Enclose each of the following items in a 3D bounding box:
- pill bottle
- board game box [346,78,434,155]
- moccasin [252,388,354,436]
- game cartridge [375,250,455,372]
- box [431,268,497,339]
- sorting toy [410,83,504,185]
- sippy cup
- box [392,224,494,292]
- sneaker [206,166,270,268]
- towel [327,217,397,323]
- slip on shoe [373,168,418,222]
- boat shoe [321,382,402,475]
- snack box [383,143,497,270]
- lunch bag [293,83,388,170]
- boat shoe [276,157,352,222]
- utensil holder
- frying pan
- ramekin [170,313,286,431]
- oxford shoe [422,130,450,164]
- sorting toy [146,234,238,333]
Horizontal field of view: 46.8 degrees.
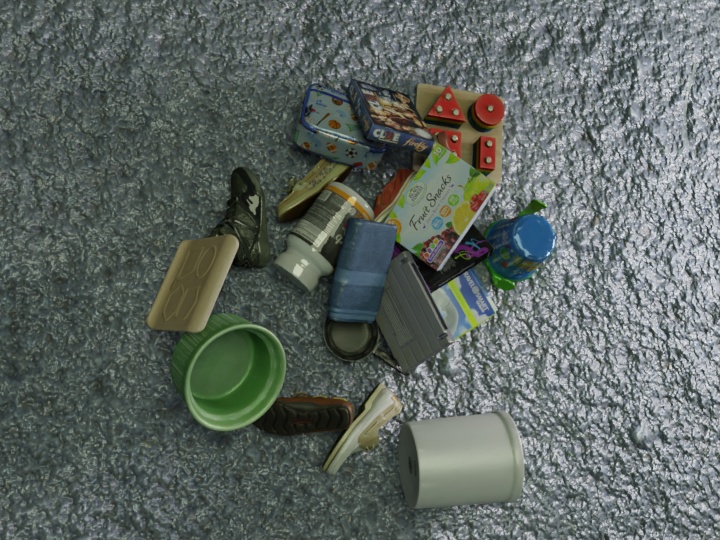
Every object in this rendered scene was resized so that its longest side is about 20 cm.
[{"bbox_3d":[-0.072,-0.063,1.614,0.116,0.116,0.201,38,80,-3],"label":"pill bottle"},{"bbox_3d":[0.056,-0.305,1.643,0.134,0.035,0.201,11,33,-23],"label":"board game box"},{"bbox_3d":[-0.111,0.264,1.562,0.199,0.078,0.075,-8,96,4],"label":"moccasin"},{"bbox_3d":[0.088,0.081,1.611,0.038,0.129,0.202,-4,63,-51],"label":"game cartridge"},{"bbox_3d":[0.178,0.076,1.685,0.199,0.048,0.123,-30,86,-17],"label":"box"},{"bbox_3d":[0.214,-0.296,1.761,0.197,0.070,0.201,7,77,-12],"label":"sorting toy"},{"bbox_3d":[0.331,-0.054,1.706,0.138,0.130,0.180,-7,81,-14],"label":"sippy cup"},{"bbox_3d":[0.150,-0.041,1.686,0.199,0.036,0.143,-30,65,-16],"label":"box"},{"bbox_3d":[-0.241,-0.103,1.595,0.113,0.076,0.202,-2,82,-38],"label":"sneaker"},{"bbox_3d":[0.000,0.000,1.586,0.111,0.048,0.202,7,102,-34],"label":"towel"},{"bbox_3d":[0.053,-0.125,1.695,0.061,0.074,0.201,28,77,30],"label":"slip on shoe"},{"bbox_3d":[0.005,0.311,1.579,0.068,0.075,0.201,38,73,0],"label":"boat shoe"},{"bbox_3d":[0.152,-0.122,1.618,0.142,0.053,0.201,36,98,12],"label":"snack box"},{"bbox_3d":[-0.038,-0.295,1.679,0.198,0.076,0.161,20,48,-11],"label":"lunch bag"},{"bbox_3d":[-0.101,-0.169,1.662,0.063,0.073,0.200,45,60,8],"label":"boat shoe"},{"bbox_3d":[0.184,0.357,1.567,0.197,0.170,0.172,-2,79,-11],"label":"utensil holder"},{"bbox_3d":[0.016,0.131,1.642,0.188,0.031,0.116,16,74,-13],"label":"frying pan"},{"bbox_3d":[-0.242,0.175,1.494,0.198,0.097,0.202,-14,115,-32],"label":"ramekin"},{"bbox_3d":[0.157,-0.174,1.678,0.074,0.070,0.203,-10,90,7],"label":"oxford shoe"},{"bbox_3d":[-0.303,0.027,1.516,0.036,0.199,0.187,31,71,-34],"label":"sorting toy"}]
